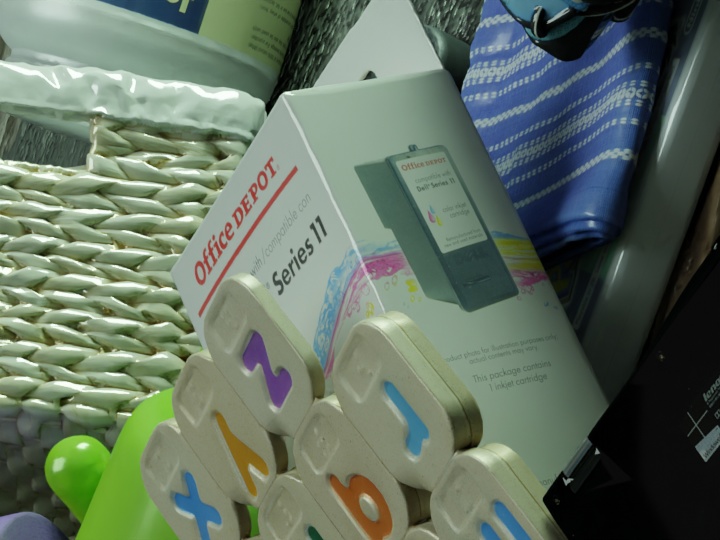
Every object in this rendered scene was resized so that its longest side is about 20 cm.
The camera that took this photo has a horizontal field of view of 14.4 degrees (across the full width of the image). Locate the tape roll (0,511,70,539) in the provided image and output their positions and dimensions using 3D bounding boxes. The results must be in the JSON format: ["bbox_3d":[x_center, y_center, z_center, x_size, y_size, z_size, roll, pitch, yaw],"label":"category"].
[{"bbox_3d":[-0.139,0.199,1.121,0.200,0.066,0.201,-13,-90,-80],"label":"tape roll"}]

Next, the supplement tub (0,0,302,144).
[{"bbox_3d":[-0.095,-0.158,1.396,0.145,0.145,0.200,-171,99,-72],"label":"supplement tub"}]

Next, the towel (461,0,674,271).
[{"bbox_3d":[0.069,-0.087,0.978,0.145,0.024,0.200,-27,46,63],"label":"towel"}]

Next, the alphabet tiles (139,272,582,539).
[{"bbox_3d":[0.003,0.103,0.867,0.196,0.015,0.200,52,142,21],"label":"alphabet tiles"}]

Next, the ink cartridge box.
[{"bbox_3d":[0.003,0.017,0.920,0.200,0.067,0.117,65,147,22],"label":"ink cartridge box"}]

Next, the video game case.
[{"bbox_3d":[0.076,-0.047,0.986,0.182,0.023,0.200,-149,78,-72],"label":"video game case"}]

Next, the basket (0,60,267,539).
[{"bbox_3d":[-0.152,0.015,1.254,0.200,0.198,0.161,105,172,-67],"label":"basket"}]

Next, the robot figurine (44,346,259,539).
[{"bbox_3d":[-0.053,0.123,1.046,0.175,0.116,0.200,46,118,49],"label":"robot figurine"}]

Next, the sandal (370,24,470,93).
[{"bbox_3d":[0.000,0.000,1.147,0.200,0.043,0.076,-62,27,5],"label":"sandal"}]

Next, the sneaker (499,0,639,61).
[{"bbox_3d":[0.087,-0.107,0.886,0.200,0.078,0.090,18,106,47],"label":"sneaker"}]

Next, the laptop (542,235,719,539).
[{"bbox_3d":[0.145,0.016,0.749,0.200,0.116,0.187,57,133,31],"label":"laptop"}]
